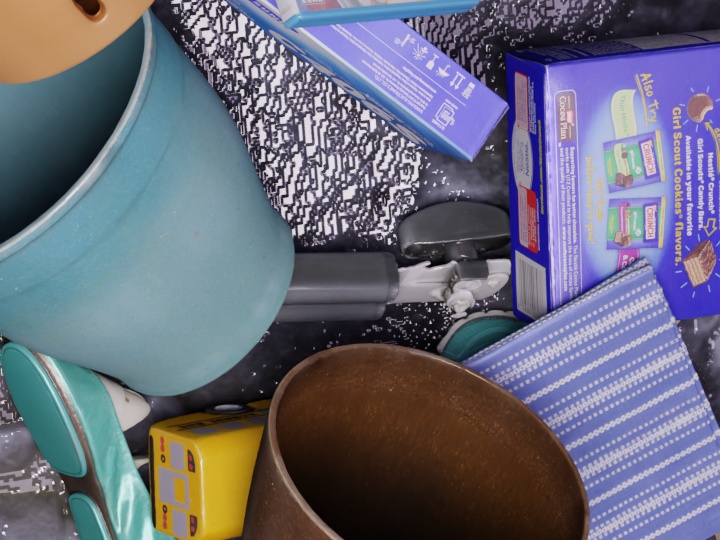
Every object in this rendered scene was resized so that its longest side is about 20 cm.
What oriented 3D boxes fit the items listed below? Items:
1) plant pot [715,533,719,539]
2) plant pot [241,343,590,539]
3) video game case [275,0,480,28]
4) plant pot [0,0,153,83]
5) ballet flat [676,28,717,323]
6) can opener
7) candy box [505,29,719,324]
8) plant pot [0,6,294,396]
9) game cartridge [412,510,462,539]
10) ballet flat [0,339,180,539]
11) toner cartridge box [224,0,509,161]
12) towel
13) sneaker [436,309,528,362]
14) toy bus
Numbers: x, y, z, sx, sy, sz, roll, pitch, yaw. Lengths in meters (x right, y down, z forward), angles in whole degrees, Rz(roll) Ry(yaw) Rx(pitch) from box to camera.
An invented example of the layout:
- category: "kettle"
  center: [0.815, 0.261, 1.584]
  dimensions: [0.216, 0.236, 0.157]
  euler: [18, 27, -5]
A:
- category: "plant pot"
  center: [0.352, 0.153, 1.660]
  dimensions: [0.186, 0.200, 0.189]
  euler: [-3, 98, -21]
- category: "plant pot"
  center: [0.004, 0.177, 1.455]
  dimensions: [0.186, 0.188, 0.201]
  euler: [9, 129, -22]
- category: "video game case"
  center: [-0.016, -0.239, 1.498]
  dimensions: [0.142, 0.018, 0.201]
  euler: [-10, 77, -40]
- category: "plant pot"
  center: [-0.187, -0.195, 1.372]
  dimensions: [0.200, 0.200, 0.140]
  euler: [-45, 127, -10]
- category: "ballet flat"
  center: [0.204, -0.056, 1.651]
  dimensions: [0.066, 0.057, 0.202]
  euler: [11, 93, -24]
- category: "can opener"
  center: [0.000, 0.000, 1.593]
  dimensions: [0.198, 0.053, 0.067]
  euler: [-6, 65, -22]
- category: "candy box"
  center: [0.193, -0.058, 1.586]
  dimensions: [0.198, 0.077, 0.171]
  euler: [-7, 105, -16]
- category: "plant pot"
  center: [-0.142, -0.031, 1.455]
  dimensions: [0.200, 0.200, 0.188]
  euler: [-51, 130, -7]
- category: "game cartridge"
  center: [0.095, 0.200, 1.607]
  dimensions: [0.041, 0.133, 0.201]
  euler: [-9, 115, 25]
- category: "ballet flat"
  center: [-0.149, 0.113, 1.541]
  dimensions: [0.070, 0.067, 0.201]
  euler: [-31, 111, -31]
- category: "toner cartridge box"
  center: [-0.013, -0.141, 1.537]
  dimensions: [0.199, 0.095, 0.043]
  euler: [36, 84, -21]
- category: "towel"
  center: [0.145, 0.104, 1.573]
  dimensions: [0.144, 0.024, 0.201]
  euler: [-28, 118, -7]
- category: "sneaker"
  center: [0.136, 0.085, 1.633]
  dimensions: [0.199, 0.080, 0.078]
  euler: [27, 87, -21]
- category: "toy bus"
  center: [-0.032, 0.110, 1.553]
  dimensions: [0.199, 0.078, 0.066]
  euler: [-8, 100, -36]
